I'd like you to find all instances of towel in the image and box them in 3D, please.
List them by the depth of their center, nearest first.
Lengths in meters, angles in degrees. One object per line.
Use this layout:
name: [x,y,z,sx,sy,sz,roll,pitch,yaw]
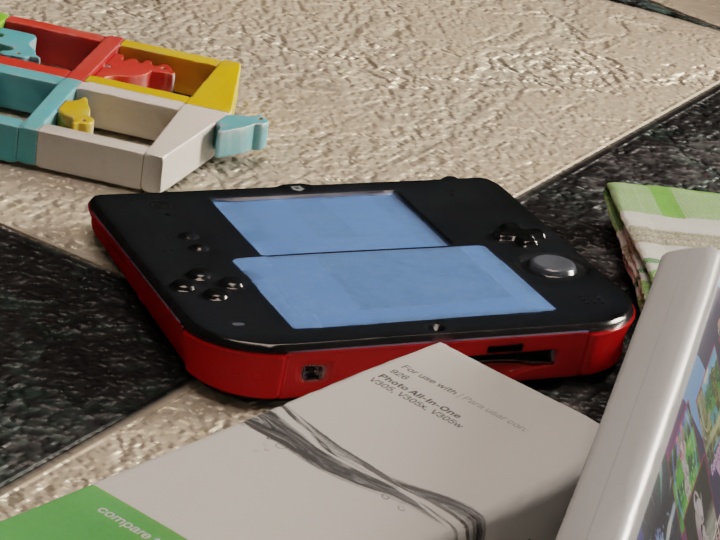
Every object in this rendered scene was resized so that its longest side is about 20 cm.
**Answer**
towel: [0.191,0.016,1.229,0.149,0.031,0.200,7,23,-8]

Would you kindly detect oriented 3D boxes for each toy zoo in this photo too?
toy zoo: [-0.140,-0.083,1.339,0.200,0.020,0.131,12,26,9]

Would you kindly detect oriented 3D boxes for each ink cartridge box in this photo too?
ink cartridge box: [-0.019,0.122,0.803,0.084,0.146,0.200,26,31,34]

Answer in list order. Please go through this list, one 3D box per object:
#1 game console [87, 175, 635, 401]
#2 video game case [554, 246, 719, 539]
game console: [0.000,0.000,1.197,0.200,0.031,0.177,-3,28,-22]
video game case: [0.099,0.114,0.821,0.023,0.183,0.200,-6,21,18]
